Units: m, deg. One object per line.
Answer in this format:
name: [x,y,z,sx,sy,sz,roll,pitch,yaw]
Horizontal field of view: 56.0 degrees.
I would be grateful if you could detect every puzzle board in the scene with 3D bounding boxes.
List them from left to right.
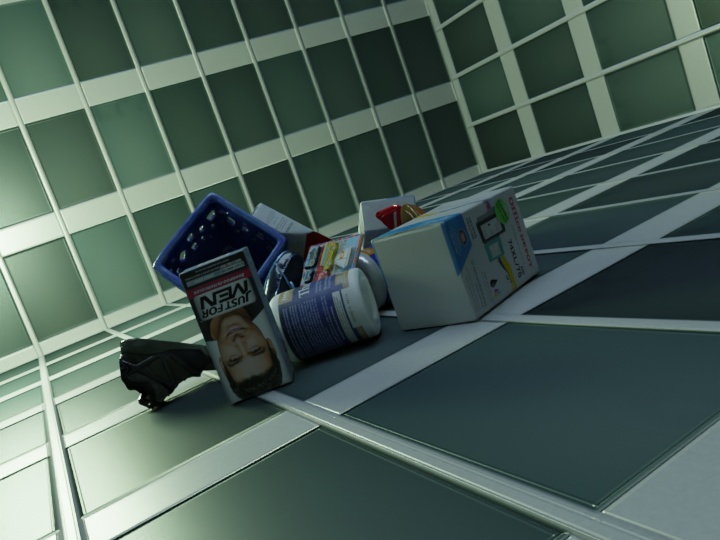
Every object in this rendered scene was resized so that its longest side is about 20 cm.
puzzle board: [-0.068,0.035,1.193,0.017,0.202,0.150,29,-26,-34]

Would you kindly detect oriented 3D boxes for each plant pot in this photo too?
plant pot: [-0.275,-0.009,1.405,0.201,0.199,0.180,-56,-10,-14]

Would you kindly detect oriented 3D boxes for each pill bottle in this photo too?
pill bottle: [-0.077,0.078,1.066,0.198,0.112,0.111,-19,8,10]
pill bottle: [0.036,0.007,1.267,0.199,0.113,0.112,-24,9,-33]

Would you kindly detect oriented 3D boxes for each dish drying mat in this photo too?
dish drying mat: [0.122,-0.063,1.339,0.076,0.199,0.018,-20,43,49]

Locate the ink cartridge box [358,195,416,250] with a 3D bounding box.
ink cartridge box: [0.056,-0.085,1.453,0.114,0.069,0.200,-7,-17,-4]

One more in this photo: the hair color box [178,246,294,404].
hair color box: [-0.176,0.078,0.983,0.098,0.202,0.061,-20,8,-1]

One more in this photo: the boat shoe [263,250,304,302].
boat shoe: [-0.128,0.065,1.173,0.068,0.202,0.084,4,-14,40]

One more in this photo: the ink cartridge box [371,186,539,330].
ink cartridge box: [0.148,-0.021,1.034,0.145,0.148,0.199,-13,11,45]

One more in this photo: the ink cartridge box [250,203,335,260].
ink cartridge box: [-0.141,-0.052,1.462,0.057,0.199,0.163,-57,-5,-21]

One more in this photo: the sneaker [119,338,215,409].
sneaker: [-0.316,0.181,1.171,0.197,0.116,0.076,8,-14,-32]

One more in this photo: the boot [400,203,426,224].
boot: [0.180,-0.070,1.243,0.154,0.200,0.074,-28,-26,-26]
